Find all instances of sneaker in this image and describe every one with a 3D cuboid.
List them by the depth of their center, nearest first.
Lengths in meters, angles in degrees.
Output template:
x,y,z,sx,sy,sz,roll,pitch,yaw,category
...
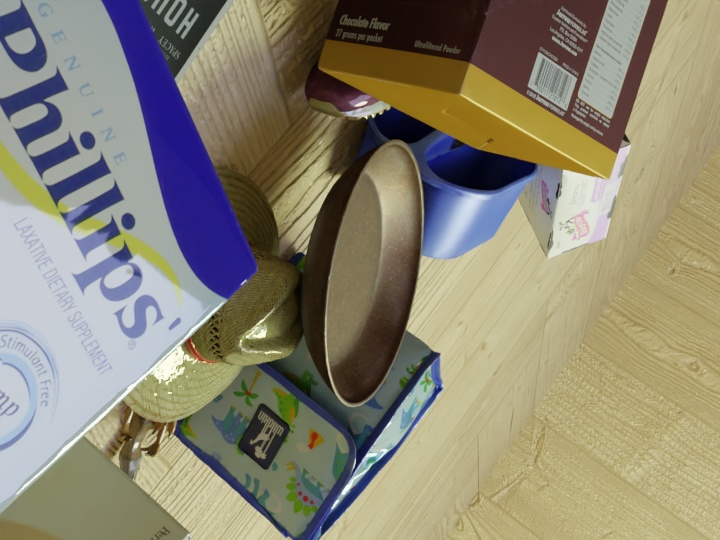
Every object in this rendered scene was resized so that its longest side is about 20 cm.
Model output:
x,y,z,sx,sy,sz,roll,pitch,yaw,category
0.023,-0.195,0.789,0.200,0.074,0.091,-47,145,-35,sneaker

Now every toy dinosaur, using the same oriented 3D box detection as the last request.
x,y,z,sx,sy,sz,roll,pitch,yaw,category
-0.146,0.082,0.832,0.201,0.060,0.106,-50,-179,3,toy dinosaur

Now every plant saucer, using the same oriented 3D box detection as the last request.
x,y,z,sx,sy,sz,roll,pitch,yaw,category
0.000,0.000,0.793,0.200,0.036,0.205,11,90,-69,plant saucer

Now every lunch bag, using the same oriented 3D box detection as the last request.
x,y,z,sx,sy,sz,roll,pitch,yaw,category
-0.048,0.116,0.923,0.201,0.169,0.128,-50,159,-13,lunch bag

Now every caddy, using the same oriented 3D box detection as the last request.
x,y,z,sx,sy,sz,roll,pitch,yaw,category
0.077,-0.099,0.942,0.199,0.141,0.106,-27,150,-55,caddy

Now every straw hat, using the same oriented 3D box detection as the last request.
x,y,z,sx,sy,sz,roll,pitch,yaw,category
-0.083,0.025,0.749,0.201,0.084,0.205,-37,135,-50,straw hat

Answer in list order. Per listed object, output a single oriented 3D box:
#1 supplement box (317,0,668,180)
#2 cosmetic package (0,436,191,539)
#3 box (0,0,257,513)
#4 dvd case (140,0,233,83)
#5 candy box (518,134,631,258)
x,y,z,sx,sy,sz,roll,pitch,yaw,category
0.105,-0.197,0.723,0.196,0.132,0.204,17,92,-47,supplement box
-0.192,0.128,0.557,0.105,0.198,0.072,-43,156,-33,cosmetic package
-0.167,-0.022,0.429,0.200,0.104,0.186,-45,131,-31,box
-0.090,-0.204,0.559,0.202,0.025,0.150,-57,160,-2,dvd case
0.184,-0.144,1.034,0.070,0.203,0.169,-17,153,-6,candy box
